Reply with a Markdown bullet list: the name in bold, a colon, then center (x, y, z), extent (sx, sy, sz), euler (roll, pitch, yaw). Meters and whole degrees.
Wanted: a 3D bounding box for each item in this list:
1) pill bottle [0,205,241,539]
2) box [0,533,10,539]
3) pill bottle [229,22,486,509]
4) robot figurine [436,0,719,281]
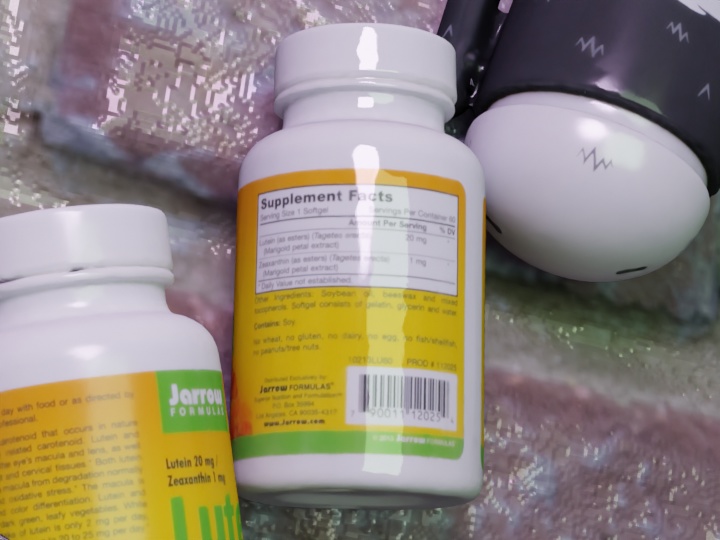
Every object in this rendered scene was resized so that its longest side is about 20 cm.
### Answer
- **pill bottle**: center (-0.107, 0.080, 0.819), extent (0.110, 0.111, 0.202), euler (-4, 82, -25)
- **box**: center (-0.210, 0.165, 0.736), extent (0.158, 0.048, 0.201), euler (30, 88, 9)
- **pill bottle**: center (0.000, 0.000, 0.892), extent (0.110, 0.111, 0.202), euler (6, 78, -23)
- **robot figurine**: center (0.123, -0.092, 0.960), extent (0.125, 0.150, 0.201), euler (36, 66, -38)
